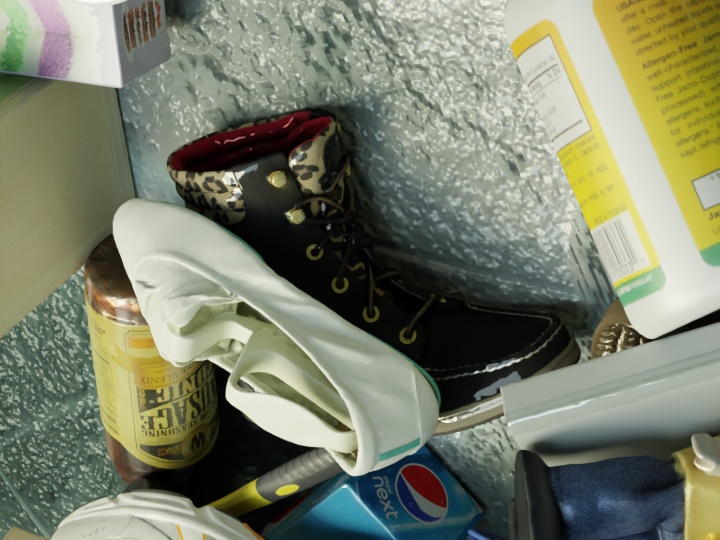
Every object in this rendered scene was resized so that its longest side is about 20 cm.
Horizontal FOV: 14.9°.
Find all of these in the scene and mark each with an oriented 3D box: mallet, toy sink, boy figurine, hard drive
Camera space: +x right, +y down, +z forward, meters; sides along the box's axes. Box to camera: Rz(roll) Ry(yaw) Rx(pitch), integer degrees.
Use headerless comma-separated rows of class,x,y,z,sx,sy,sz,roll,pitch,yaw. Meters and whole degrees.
mallet,-0.059,0.108,1.384,0.066,0.041,0.200,28,144,-19
toy sink,-0.224,-0.038,1.366,0.130,0.200,0.112,10,124,29
boy figurine,0.164,0.109,1.182,0.199,0.065,0.125,-2,142,-6
hard drive,0.175,0.060,1.192,0.199,0.026,0.132,-18,146,13

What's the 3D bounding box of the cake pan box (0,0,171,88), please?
cake pan box,-0.186,-0.197,1.331,0.184,0.052,0.201,10,118,26

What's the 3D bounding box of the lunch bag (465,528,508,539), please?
lunch bag,0.123,0.209,1.315,0.199,0.133,0.136,21,174,32

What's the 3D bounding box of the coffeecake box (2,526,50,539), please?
coffeecake box,-0.108,0.239,1.461,0.199,0.073,0.154,17,134,16

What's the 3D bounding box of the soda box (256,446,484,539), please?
soda box,-0.026,0.162,1.458,0.068,0.064,0.200,47,132,-3

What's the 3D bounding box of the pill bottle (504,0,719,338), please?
pill bottle,0.128,-0.083,1.148,0.113,0.113,0.201,-27,84,41

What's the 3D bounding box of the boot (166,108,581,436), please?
boot,0.000,0.000,1.335,0.199,0.073,0.151,-2,117,40

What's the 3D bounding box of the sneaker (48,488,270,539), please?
sneaker,-0.071,0.174,1.364,0.199,0.092,0.076,11,138,14

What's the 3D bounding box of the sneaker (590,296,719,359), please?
sneaker,0.139,0.055,1.284,0.070,0.076,0.200,43,155,11

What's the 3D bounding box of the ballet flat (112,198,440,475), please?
ballet flat,-0.054,0.031,1.301,0.200,0.069,0.070,33,132,21

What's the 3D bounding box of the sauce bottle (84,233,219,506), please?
sauce bottle,-0.105,0.069,1.449,0.066,0.066,0.201,18,137,23

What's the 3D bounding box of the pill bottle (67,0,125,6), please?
pill bottle,-0.069,-0.195,1.162,0.114,0.200,0.114,17,127,23
